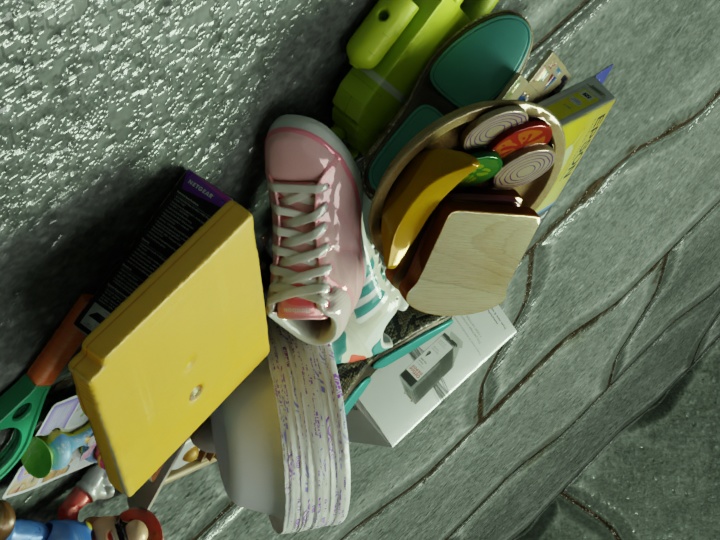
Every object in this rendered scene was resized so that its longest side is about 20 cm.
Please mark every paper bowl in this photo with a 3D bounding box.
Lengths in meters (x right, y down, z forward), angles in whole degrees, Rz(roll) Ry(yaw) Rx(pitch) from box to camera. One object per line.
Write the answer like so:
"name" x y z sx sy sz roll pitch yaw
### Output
"paper bowl" -0.079 0.138 1.285 0.103 0.203 0.202 -7 145 -13

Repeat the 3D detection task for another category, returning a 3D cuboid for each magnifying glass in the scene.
"magnifying glass" -0.266 0.101 1.114 0.201 0.022 0.079 -51 159 12

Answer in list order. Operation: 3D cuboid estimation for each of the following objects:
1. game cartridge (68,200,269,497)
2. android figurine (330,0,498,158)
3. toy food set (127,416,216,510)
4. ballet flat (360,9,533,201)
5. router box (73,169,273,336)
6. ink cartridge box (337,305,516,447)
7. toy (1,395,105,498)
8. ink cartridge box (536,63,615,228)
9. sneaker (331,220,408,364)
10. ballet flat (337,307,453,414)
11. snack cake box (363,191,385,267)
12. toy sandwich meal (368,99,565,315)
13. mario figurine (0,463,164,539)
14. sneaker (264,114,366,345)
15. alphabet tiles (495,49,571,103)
"game cartridge" -0.142 0.063 1.085 0.176 0.032 0.201 -46 156 -26
"android figurine" 0.041 -0.176 1.204 0.201 0.041 0.182 -52 159 8
"toy food set" -0.138 0.171 1.429 0.199 0.060 0.144 -17 143 -53
"ballet flat" 0.068 -0.140 1.201 0.200 0.070 0.065 -47 -174 -3
"router box" -0.140 0.025 1.154 0.150 0.051 0.200 -54 161 -10
"ink cartridge box" 0.055 0.101 1.574 0.200 0.083 0.146 -41 -169 -18
"toy" -0.215 0.146 1.249 0.199 0.047 0.116 -14 142 -56
"ink cartridge box" 0.163 -0.085 1.332 0.199 0.047 0.199 -26 151 -47
"sneaker" 0.000 0.001 1.309 0.092 0.071 0.202 -7 125 -16
"ballet flat" 0.000 0.086 1.413 0.200 0.076 0.068 -43 168 11
"snack cake box" 0.052 -0.030 1.444 0.116 0.067 0.199 -57 157 21
"toy sandwich meal" 0.093 -0.050 1.163 0.203 0.071 0.207 -20 144 -15
"mario figurine" -0.244 0.241 1.258 0.199 0.105 0.125 11 91 -54
"sneaker" -0.041 -0.023 1.159 0.105 0.074 0.202 -69 155 -42
"alphabet tiles" 0.115 -0.105 1.255 0.201 0.006 0.166 -52 164 8
